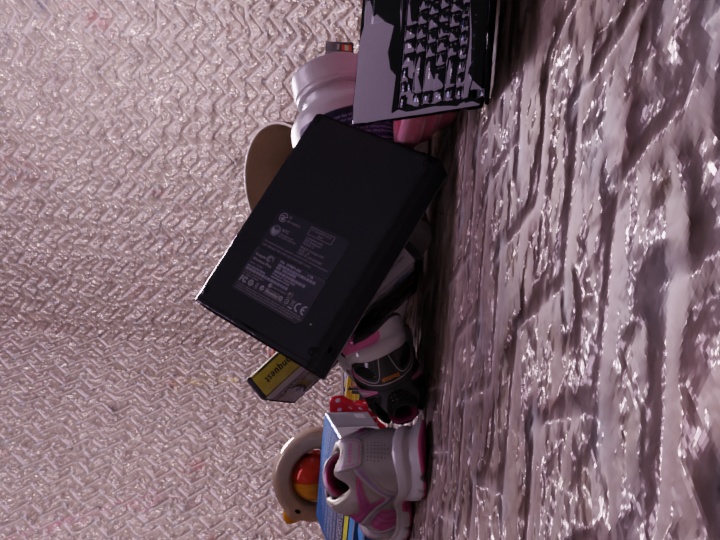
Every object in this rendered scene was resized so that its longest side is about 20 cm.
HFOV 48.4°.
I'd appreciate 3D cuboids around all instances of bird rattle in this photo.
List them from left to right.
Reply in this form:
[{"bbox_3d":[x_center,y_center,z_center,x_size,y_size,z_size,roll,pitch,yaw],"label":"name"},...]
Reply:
[{"bbox_3d":[-0.038,0.267,1.077,0.113,0.160,0.203,-135,37,-63],"label":"bird rattle"}]

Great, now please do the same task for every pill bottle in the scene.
[{"bbox_3d":[-0.006,-0.105,0.789,0.111,0.109,0.203,103,153,-72],"label":"pill bottle"}]

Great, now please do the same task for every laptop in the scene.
[{"bbox_3d":[0.040,-0.202,0.522,0.198,0.102,0.181,2,86,45],"label":"laptop"}]

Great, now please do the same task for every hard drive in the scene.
[{"bbox_3d":[-0.034,-0.029,0.676,0.202,0.138,0.033,-58,-31,-11],"label":"hard drive"}]

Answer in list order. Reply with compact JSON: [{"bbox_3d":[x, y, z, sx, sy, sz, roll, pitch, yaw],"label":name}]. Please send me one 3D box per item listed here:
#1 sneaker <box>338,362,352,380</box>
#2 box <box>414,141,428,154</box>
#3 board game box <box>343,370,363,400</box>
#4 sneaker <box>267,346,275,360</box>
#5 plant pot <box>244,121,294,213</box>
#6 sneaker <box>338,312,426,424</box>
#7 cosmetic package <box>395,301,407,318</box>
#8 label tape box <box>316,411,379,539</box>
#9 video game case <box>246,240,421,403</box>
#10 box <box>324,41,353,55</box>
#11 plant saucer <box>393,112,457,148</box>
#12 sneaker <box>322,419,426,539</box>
[{"bbox_3d":[0.010,0.062,1.144,0.202,0.074,0.117,-96,16,-54],"label":"sneaker"},{"bbox_3d":[0.053,-0.153,0.952,0.157,0.040,0.203,99,174,-59],"label":"box"},{"bbox_3d":[0.006,0.116,1.366,0.166,0.056,0.203,-96,11,-68],"label":"board game box"},{"bbox_3d":[-0.059,0.063,0.881,0.200,0.076,0.114,-144,56,-75],"label":"sneaker"},{"bbox_3d":[-0.040,-0.137,1.192,0.186,0.198,0.191,18,116,42],"label":"plant pot"},{"bbox_3d":[0.024,0.102,0.744,0.200,0.079,0.088,44,-158,-78],"label":"sneaker"},{"bbox_3d":[0.000,0.000,0.934,0.108,0.084,0.201,57,160,23],"label":"cosmetic package"},{"bbox_3d":[0.001,0.271,0.946,0.200,0.065,0.146,-145,59,-69],"label":"label tape box"},{"bbox_3d":[-0.016,0.057,0.762,0.180,0.026,0.200,-42,-10,-5],"label":"video game case"},{"bbox_3d":[-0.031,-0.164,0.984,0.138,0.039,0.202,96,175,-50],"label":"box"},{"bbox_3d":[0.063,-0.206,0.691,0.201,0.050,0.205,-175,90,-87],"label":"plant saucer"},{"bbox_3d":[0.008,0.193,0.742,0.201,0.087,0.082,98,177,-53],"label":"sneaker"}]
